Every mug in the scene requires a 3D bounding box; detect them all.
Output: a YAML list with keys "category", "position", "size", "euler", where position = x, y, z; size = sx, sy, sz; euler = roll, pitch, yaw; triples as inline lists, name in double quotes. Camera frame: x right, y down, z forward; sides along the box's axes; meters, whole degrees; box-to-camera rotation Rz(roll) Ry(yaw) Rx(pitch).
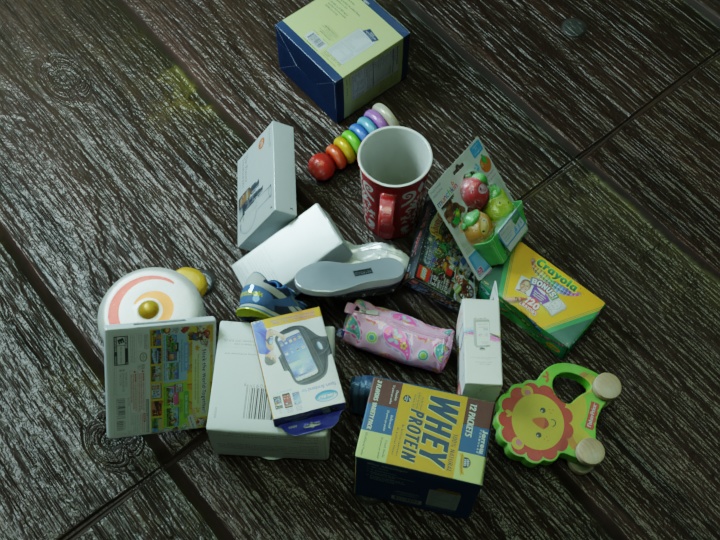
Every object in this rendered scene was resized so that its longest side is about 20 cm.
- category: "mug"
  position: [0.047, -0.140, 1.781]
  size: [0.133, 0.200, 0.178]
  euler: [33, 67, 16]

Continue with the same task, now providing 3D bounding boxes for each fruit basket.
- category: "fruit basket"
  position: [0.221, -0.114, 1.748]
  size: [0.094, 0.200, 0.185]
  euler: [-2, 36, 45]

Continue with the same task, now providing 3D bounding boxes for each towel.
- category: "towel"
  position: [0.080, 0.223, 1.632]
  size: [0.199, 0.112, 0.049]
  euler: [11, 60, 6]

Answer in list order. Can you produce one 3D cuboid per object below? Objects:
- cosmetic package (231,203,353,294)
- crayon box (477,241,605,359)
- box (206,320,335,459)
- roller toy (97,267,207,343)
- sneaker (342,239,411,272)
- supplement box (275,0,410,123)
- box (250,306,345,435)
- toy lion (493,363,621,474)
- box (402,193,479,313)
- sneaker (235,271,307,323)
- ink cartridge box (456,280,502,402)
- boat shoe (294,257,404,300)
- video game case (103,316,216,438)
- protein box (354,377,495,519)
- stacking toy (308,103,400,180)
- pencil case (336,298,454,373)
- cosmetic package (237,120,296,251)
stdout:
- category: "cosmetic package"
  position: [-0.123, -0.018, 1.747]
  size: [0.200, 0.074, 0.102]
  euler: [-34, 66, 5]
- category: "crayon box"
  position: [0.329, 0.053, 1.758]
  size: [0.200, 0.058, 0.119]
  euler: [38, 67, 18]
- category: "box"
  position: [-0.146, 0.203, 1.629]
  size: [0.198, 0.131, 0.201]
  euler: [3, 61, 0]
- category: "roller toy"
  position: [-0.357, 0.094, 1.682]
  size: [0.199, 0.140, 0.183]
  euler: [-10, 62, -7]
- category: "sneaker"
  position: [0.000, 0.000, 1.783]
  size: [0.199, 0.078, 0.100]
  euler: [7, 68, 13]
- category: "supplement box"
  position: [-0.035, -0.453, 1.987]
  size: [0.200, 0.134, 0.200]
  euler: [-36, 67, -18]
- category: "box"
  position: [-0.099, 0.164, 1.555]
  size: [0.119, 0.042, 0.201]
  euler: [-13, 60, -8]
- category: "toy lion"
  position: [0.326, 0.244, 1.637]
  size: [0.191, 0.069, 0.200]
  euler: [22, 63, 3]
- category: "box"
  position: [0.165, -0.036, 1.782]
  size: [0.136, 0.038, 0.201]
  euler: [28, 60, -21]
- category: "sneaker"
  position: [-0.134, 0.064, 1.674]
  size: [0.074, 0.200, 0.083]
  euler: [-9, 67, 29]
- category: "ink cartridge box"
  position: [0.205, 0.128, 1.683]
  size: [0.067, 0.117, 0.201]
  euler: [3, 60, 0]
- category: "boat shoe"
  position: [-0.020, 0.022, 1.709]
  size: [0.199, 0.066, 0.070]
  euler: [-10, 53, -17]
- category: "video game case"
  position: [-0.331, 0.177, 1.600]
  size: [0.181, 0.201, 0.023]
  euler: [-4, 20, -20]
- category: "protein box"
  position: [0.099, 0.289, 1.546]
  size: [0.198, 0.200, 0.135]
  euler: [12, 61, 6]
- category: "stacking toy"
  position: [-0.019, -0.246, 1.915]
  size: [0.200, 0.085, 0.085]
  euler: [-35, 67, -11]
- category: "pencil case"
  position: [0.064, 0.115, 1.707]
  size: [0.199, 0.088, 0.088]
  euler: [19, 63, 9]
- category: "cosmetic package"
  position: [-0.178, -0.157, 1.814]
  size: [0.052, 0.151, 0.201]
  euler: [15, 55, -32]
